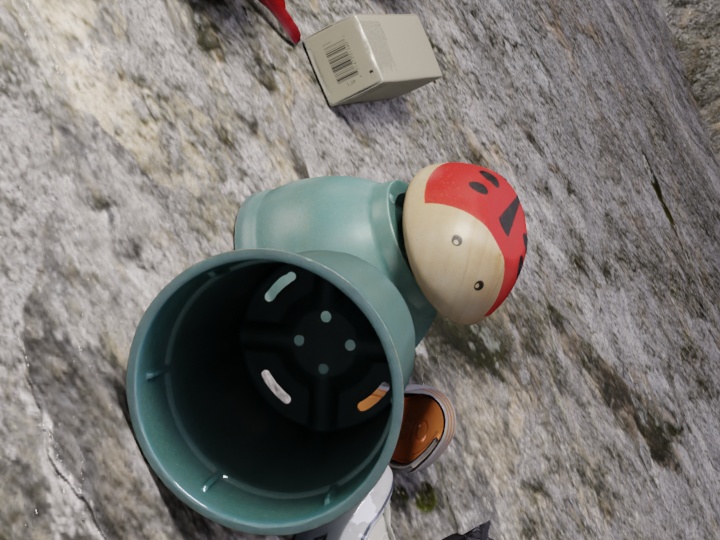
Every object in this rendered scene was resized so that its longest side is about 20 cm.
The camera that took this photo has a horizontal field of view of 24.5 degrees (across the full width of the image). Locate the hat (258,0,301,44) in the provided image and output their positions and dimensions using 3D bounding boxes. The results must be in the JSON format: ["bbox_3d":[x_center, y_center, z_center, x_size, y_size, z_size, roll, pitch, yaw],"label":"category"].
[{"bbox_3d":[-0.134,-0.278,1.572,0.199,0.177,0.166,20,39,-8],"label":"hat"}]

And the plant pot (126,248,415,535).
[{"bbox_3d":[-0.048,0.071,1.231,0.202,0.199,0.196,65,14,-3],"label":"plant pot"}]

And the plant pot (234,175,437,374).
[{"bbox_3d":[0.000,0.000,1.453,0.200,0.133,0.201,47,30,-39],"label":"plant pot"}]

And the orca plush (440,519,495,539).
[{"bbox_3d":[0.121,0.312,1.550,0.105,0.071,0.200,-51,121,-14],"label":"orca plush"}]

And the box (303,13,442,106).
[{"bbox_3d":[0.016,-0.229,1.790,0.083,0.068,0.200,68,22,2],"label":"box"}]

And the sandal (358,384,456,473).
[{"bbox_3d":[0.042,0.144,1.466,0.206,0.059,0.080,14,93,-62],"label":"sandal"}]

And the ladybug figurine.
[{"bbox_3d":[0.096,-0.032,1.429,0.136,0.072,0.200,60,23,-16],"label":"ladybug figurine"}]

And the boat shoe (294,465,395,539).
[{"bbox_3d":[-0.003,0.234,1.302,0.086,0.074,0.202,57,27,-20],"label":"boat shoe"}]
